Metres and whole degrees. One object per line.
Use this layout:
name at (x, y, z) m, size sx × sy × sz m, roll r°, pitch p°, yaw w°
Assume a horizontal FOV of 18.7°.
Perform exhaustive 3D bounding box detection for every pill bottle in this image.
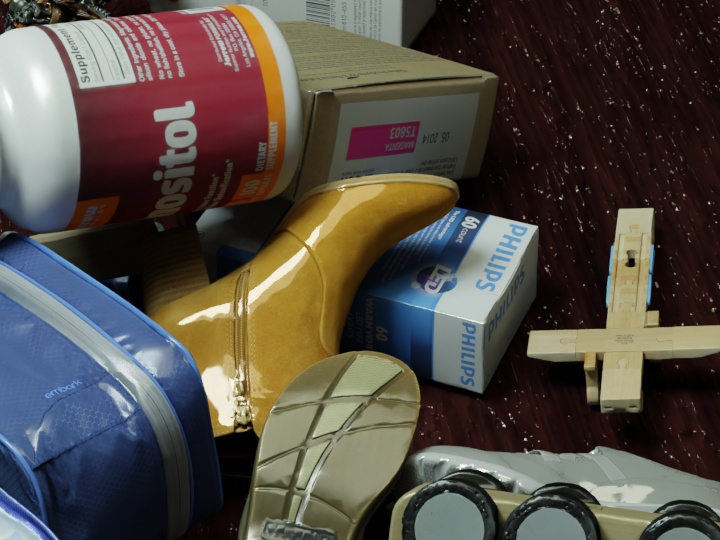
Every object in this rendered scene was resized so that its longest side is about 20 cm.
pill bottle at (-0.141, -0.082, 1.208) m, size 0.199 × 0.114 × 0.113 m, roll -10°, pitch 40°, yaw -26°

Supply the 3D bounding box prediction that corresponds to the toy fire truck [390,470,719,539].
toy fire truck at (0.092, 0.209, 1.072) m, size 0.175 × 0.202 × 0.129 m, roll 7°, pitch 0°, yaw 8°

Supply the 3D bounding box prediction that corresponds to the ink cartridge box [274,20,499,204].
ink cartridge box at (-0.036, -0.105, 1.391) m, size 0.164 × 0.076 × 0.199 m, roll 21°, pitch 18°, yaw 34°

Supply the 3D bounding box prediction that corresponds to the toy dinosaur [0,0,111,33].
toy dinosaur at (-0.217, -0.204, 1.546) m, size 0.102 × 0.135 × 0.201 m, roll 2°, pitch 59°, yaw -54°

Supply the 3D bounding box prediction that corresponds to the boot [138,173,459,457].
boot at (-0.025, 0.032, 1.252) m, size 0.200 × 0.071 × 0.145 m, roll -14°, pitch 69°, yaw -3°

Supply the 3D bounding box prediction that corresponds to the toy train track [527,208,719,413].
toy train track at (0.164, 0.029, 1.335) m, size 0.114 × 0.033 × 0.201 m, roll -2°, pitch 35°, yaw 12°

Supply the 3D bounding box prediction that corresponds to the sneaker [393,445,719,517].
sneaker at (0.116, 0.133, 1.198) m, size 0.198 × 0.075 × 0.082 m, roll 13°, pitch 27°, yaw 8°

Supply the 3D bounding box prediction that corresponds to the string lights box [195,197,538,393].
string lights box at (0.000, 0.000, 1.347) m, size 0.199 × 0.059 × 0.103 m, roll 15°, pitch 40°, yaw 18°

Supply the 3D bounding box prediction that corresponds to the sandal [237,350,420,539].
sandal at (-0.025, 0.136, 1.179) m, size 0.080 × 0.054 × 0.201 m, roll 16°, pitch 69°, yaw 3°

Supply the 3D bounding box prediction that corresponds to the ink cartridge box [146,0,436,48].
ink cartridge box at (-0.049, -0.247, 1.568) m, size 0.199 × 0.146 × 0.084 m, roll 12°, pitch 35°, yaw 16°

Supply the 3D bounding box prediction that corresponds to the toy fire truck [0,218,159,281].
toy fire truck at (-0.233, -0.018, 1.276) m, size 0.199 × 0.177 × 0.129 m, roll -32°, pitch 48°, yaw -20°

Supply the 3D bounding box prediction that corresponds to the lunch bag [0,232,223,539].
lunch bag at (-0.171, 0.075, 1.171) m, size 0.132 × 0.137 × 0.200 m, roll -32°, pitch 48°, yaw -32°

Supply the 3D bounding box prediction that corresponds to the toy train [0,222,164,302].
toy train at (-0.202, -0.001, 1.367) m, size 0.198 × 0.034 × 0.046 m, roll -3°, pitch 53°, yaw 11°

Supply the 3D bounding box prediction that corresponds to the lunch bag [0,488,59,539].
lunch bag at (-0.178, 0.191, 1.038) m, size 0.199 × 0.170 × 0.124 m, roll 30°, pitch 62°, yaw 19°

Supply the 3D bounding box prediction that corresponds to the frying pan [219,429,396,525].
frying pan at (-0.047, 0.099, 1.265) m, size 0.114 × 0.031 × 0.190 m, roll -16°, pitch 39°, yaw -14°
